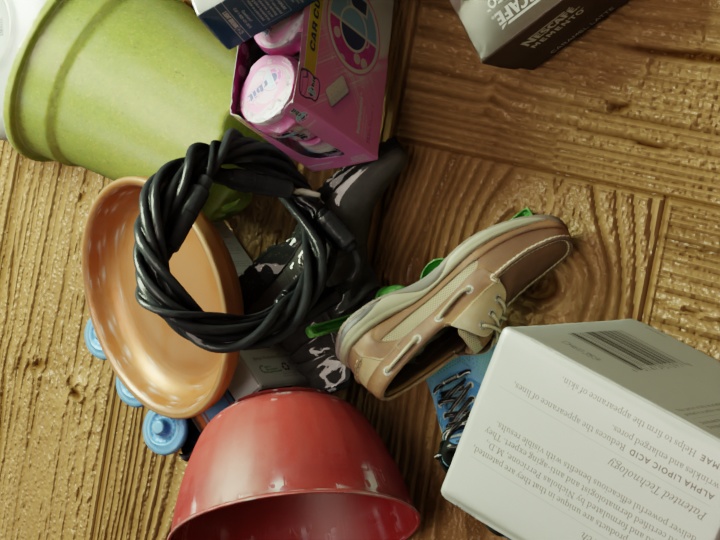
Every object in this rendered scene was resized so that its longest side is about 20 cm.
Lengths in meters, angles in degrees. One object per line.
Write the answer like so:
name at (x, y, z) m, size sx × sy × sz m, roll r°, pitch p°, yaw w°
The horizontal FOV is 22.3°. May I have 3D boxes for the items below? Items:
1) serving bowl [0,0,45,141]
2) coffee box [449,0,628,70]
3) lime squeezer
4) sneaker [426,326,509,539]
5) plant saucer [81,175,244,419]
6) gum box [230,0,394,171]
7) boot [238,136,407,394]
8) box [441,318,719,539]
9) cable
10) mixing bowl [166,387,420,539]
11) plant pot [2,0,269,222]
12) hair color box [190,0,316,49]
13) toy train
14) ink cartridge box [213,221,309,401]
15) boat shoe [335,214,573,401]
serving bowl at (-0.322, -0.215, 1.648) m, size 0.200 × 0.066 × 0.200 m, roll 0°, pitch 90°, yaw 34°
coffee box at (0.110, -0.267, 1.389) m, size 0.114 × 0.080 × 0.200 m, roll -36°, pitch 70°, yaw 29°
lime squeezer at (0.047, 0.016, 1.425) m, size 0.200 × 0.071 × 0.038 m, roll -28°, pitch 88°, yaw -12°
sneaker at (0.093, 0.117, 1.395) m, size 0.078 × 0.090 × 0.200 m, roll -40°, pitch 65°, yaw 28°
plant saucer at (-0.156, 0.019, 1.476) m, size 0.200 × 0.037 × 0.200 m, roll 21°, pitch 119°, yaw 44°
gum box at (-0.035, -0.183, 1.433) m, size 0.066 × 0.113 × 0.200 m, roll -9°, pitch 65°, yaw 34°
boot at (0.000, 0.000, 1.482) m, size 0.132 × 0.070 × 0.200 m, roll 44°, pitch 104°, yaw 9°
box at (0.199, 0.133, 1.256) m, size 0.200 × 0.199 × 0.131 m, roll 29°, pitch 107°, yaw 31°
cable at (-0.093, -0.022, 1.376) m, size 0.051 × 0.200 × 0.163 m, roll -29°, pitch 91°, yaw 49°
mixing bowl at (-0.058, 0.161, 1.455) m, size 0.200 × 0.200 × 0.108 m, roll -25°, pitch 59°, yaw 32°
plant pot at (-0.163, -0.139, 1.529) m, size 0.184 × 0.200 × 0.201 m, roll 31°, pitch 107°, yaw 18°
hair color box at (-0.039, -0.259, 1.358) m, size 0.200 × 0.061 × 0.100 m, roll -28°, pitch 61°, yaw 10°
toy train at (-0.153, 0.075, 1.574) m, size 0.114 × 0.087 × 0.200 m, roll -43°, pitch 65°, yaw 17°
ink cartridge box at (-0.113, 0.025, 1.534) m, size 0.037 × 0.095 × 0.200 m, roll -45°, pitch 66°, yaw 29°
boat shoe at (0.080, 0.032, 1.382) m, size 0.200 × 0.076 × 0.072 m, roll -34°, pitch 58°, yaw 1°
